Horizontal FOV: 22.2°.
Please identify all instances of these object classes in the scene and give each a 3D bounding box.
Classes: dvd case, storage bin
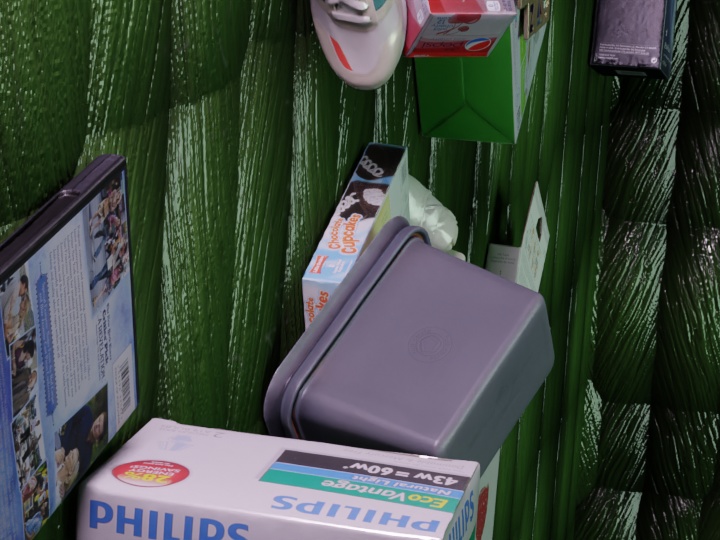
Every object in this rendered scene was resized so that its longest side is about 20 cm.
[{"bbox_3d":[-0.150,0.045,0.861,0.200,0.017,0.143,-56,149,-62],"label":"dvd case"},{"bbox_3d":[0.046,0.084,1.330,0.200,0.134,0.146,-52,146,-30],"label":"storage bin"}]

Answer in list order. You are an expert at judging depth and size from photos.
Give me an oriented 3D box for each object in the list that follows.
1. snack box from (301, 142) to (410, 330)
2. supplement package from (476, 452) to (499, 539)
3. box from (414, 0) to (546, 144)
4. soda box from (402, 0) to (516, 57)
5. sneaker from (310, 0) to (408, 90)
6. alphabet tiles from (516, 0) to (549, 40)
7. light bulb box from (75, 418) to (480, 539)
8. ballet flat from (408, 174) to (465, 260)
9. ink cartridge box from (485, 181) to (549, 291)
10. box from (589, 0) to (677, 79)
[{"bbox_3d":[0.000,0.000,1.438,0.200,0.037,0.117,-66,157,-53],"label":"snack box"},{"bbox_3d":[0.049,0.205,1.563,0.121,0.119,0.201,-19,115,-74],"label":"supplement package"},{"bbox_3d":[0.113,-0.249,1.675,0.201,0.096,0.177,82,19,-46],"label":"box"},{"bbox_3d":[0.053,-0.254,1.311,0.063,0.070,0.201,125,-41,-61],"label":"soda box"},{"bbox_3d":[-0.016,-0.209,1.224,0.093,0.070,0.201,-47,139,-58],"label":"sneaker"},{"bbox_3d":[0.158,-0.312,1.626,0.166,0.006,0.201,-47,139,-65],"label":"alphabet tiles"},{"bbox_3d":[-0.045,0.201,0.990,0.125,0.197,0.201,-46,141,-72],"label":"light bulb box"},{"bbox_3d":[0.060,-0.023,1.624,0.200,0.069,0.070,76,24,-56],"label":"ballet flat"},{"bbox_3d":[0.189,0.005,2.232,0.200,0.044,0.177,61,38,-69],"label":"ink cartridge box"},{"bbox_3d":[0.451,-0.421,2.992,0.200,0.123,0.200,-6,101,-77],"label":"box"}]
